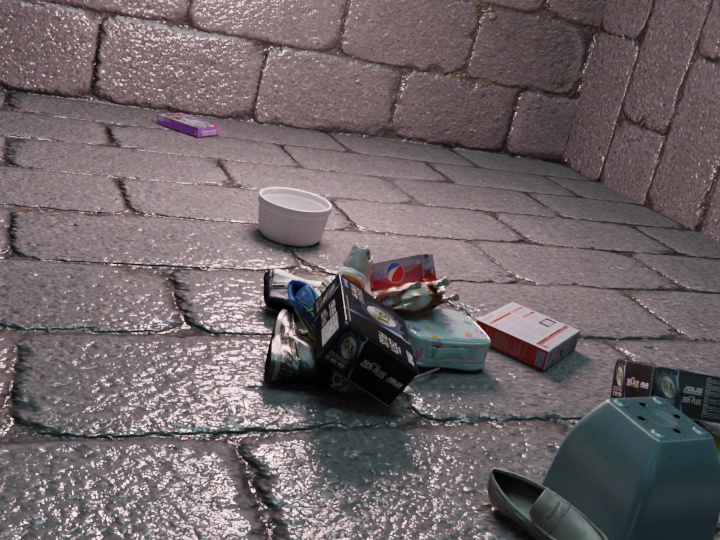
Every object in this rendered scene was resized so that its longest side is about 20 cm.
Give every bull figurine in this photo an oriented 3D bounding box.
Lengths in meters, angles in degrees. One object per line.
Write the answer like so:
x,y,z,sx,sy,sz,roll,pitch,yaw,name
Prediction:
0.122,0.051,1.668,0.198,0.066,0.121,-14,-4,-32,bull figurine

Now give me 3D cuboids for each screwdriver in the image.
0.089,0.202,1.541,0.029,0.028,0.199,51,37,15,screwdriver

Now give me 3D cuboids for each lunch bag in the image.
0.156,0.142,1.684,0.197,0.078,0.161,4,22,-23,lunch bag

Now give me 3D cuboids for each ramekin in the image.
-0.181,-0.141,2.206,0.197,0.107,0.201,11,20,-4,ramekin

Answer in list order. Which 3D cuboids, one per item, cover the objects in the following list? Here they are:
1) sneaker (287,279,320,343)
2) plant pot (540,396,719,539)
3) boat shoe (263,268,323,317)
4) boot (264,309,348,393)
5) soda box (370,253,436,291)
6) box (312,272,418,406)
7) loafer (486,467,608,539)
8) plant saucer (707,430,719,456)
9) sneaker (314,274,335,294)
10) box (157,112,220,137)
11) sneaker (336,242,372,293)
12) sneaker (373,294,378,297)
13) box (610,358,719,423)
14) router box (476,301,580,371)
-0.086,0.091,1.586,0.200,0.076,0.105,46,-4,36,sneaker
0.411,0.301,1.223,0.193,0.203,0.196,2,22,-26,plant pot
-0.115,0.069,1.749,0.197,0.075,0.093,15,42,-11,boat shoe
-0.093,0.151,1.515,0.151,0.074,0.204,14,24,-6,boot
0.069,0.009,1.876,0.198,0.064,0.070,-11,-4,32,soda box
0.005,0.118,1.466,0.163,0.086,0.201,36,17,-18,box
0.262,0.347,1.176,0.198,0.070,0.070,23,58,37,loafer
0.597,0.332,1.510,0.197,0.032,0.200,11,20,-4,plant saucer
-0.055,0.102,1.668,0.088,0.078,0.201,-23,49,-13,sneaker
-0.651,-0.553,3.138,0.198,0.040,0.136,21,22,23,box
0.000,0.000,1.767,0.075,0.093,0.200,21,-11,5,sneaker
0.066,0.075,1.819,0.079,0.075,0.199,-10,-6,32,sneaker
0.616,0.235,1.605,0.197,0.088,0.164,11,-2,-6,box
0.375,0.144,1.857,0.178,0.050,0.199,24,22,30,router box
